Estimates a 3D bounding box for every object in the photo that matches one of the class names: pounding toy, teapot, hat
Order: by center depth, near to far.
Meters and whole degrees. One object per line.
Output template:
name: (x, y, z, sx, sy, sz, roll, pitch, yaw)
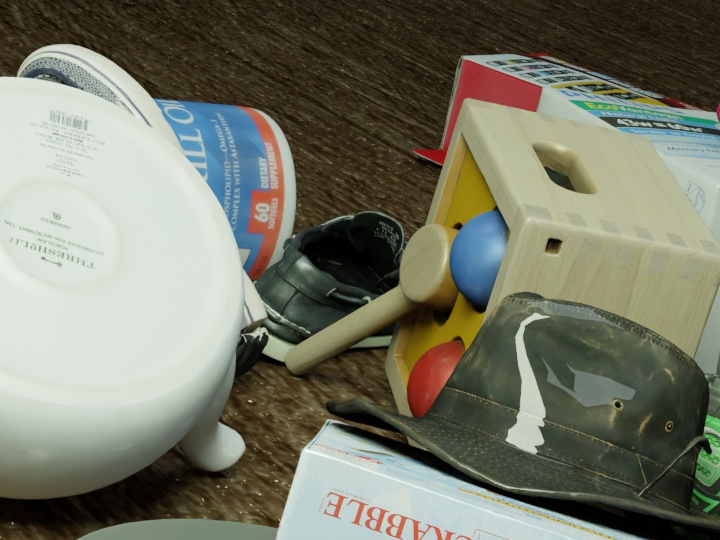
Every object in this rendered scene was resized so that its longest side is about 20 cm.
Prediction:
hat: (0.091, 0.056, 1.048, 0.200, 0.081, 0.201, 19, 0, 0)
teapot: (-0.158, 0.023, 1.071, 0.197, 0.146, 0.200, -31, 76, -42)
pounding toy: (0.063, 0.022, 1.225, 0.142, 0.184, 0.200, 11, 22, -14)

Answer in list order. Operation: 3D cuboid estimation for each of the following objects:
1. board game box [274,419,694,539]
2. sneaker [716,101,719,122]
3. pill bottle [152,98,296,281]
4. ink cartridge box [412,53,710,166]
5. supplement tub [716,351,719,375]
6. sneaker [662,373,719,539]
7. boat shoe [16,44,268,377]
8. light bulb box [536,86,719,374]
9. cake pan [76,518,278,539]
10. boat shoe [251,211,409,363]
board game box: (0.070, 0.114, 0.994, 0.200, 0.041, 0.200, 19, 0, 3)
sneaker: (0.260, -0.113, 1.447, 0.075, 0.081, 0.200, 15, 14, 13)
pill bottle: (-0.146, -0.044, 1.385, 0.200, 0.112, 0.112, 2, 18, -34)
ink cartridge box: (0.171, -0.101, 1.927, 0.200, 0.084, 0.175, 23, 18, 31)
supplement tub: (0.292, 0.074, 1.268, 0.122, 0.123, 0.200, -3, 29, -46)
sneaker: (0.163, 0.092, 1.216, 0.078, 0.085, 0.200, 13, -1, -2)
boat shoe: (-0.128, -0.026, 1.253, 0.200, 0.075, 0.093, 54, 29, 8)
light bulb box: (0.218, -0.014, 1.446, 0.198, 0.125, 0.200, 5, 17, -28)
cake pan: (-0.034, 0.144, 0.922, 0.200, 0.037, 0.200, 12, 15, -3)
boat shoe: (-0.002, -0.001, 1.405, 0.074, 0.066, 0.199, 41, 25, 21)
